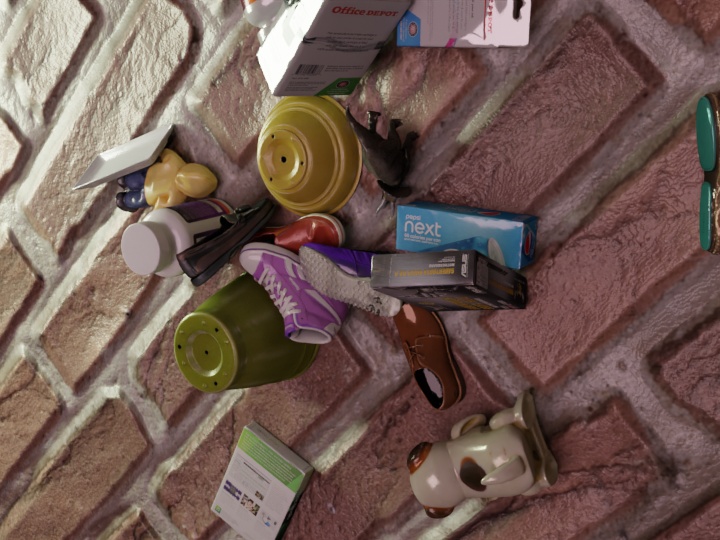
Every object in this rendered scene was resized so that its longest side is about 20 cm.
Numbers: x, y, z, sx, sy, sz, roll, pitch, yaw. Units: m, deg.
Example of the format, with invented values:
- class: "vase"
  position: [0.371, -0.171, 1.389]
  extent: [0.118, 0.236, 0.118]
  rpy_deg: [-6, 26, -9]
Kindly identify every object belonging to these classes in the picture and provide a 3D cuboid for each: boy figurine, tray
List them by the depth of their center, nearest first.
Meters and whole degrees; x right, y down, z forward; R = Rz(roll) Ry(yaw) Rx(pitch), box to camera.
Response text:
- class: "boy figurine"
  position: [-0.336, -0.155, 1.606]
  extent: [0.197, 0.064, 0.127]
  rpy_deg: [-8, 75, 28]
- class: "tray"
  position: [-0.415, -0.194, 1.632]
  extent: [0.197, 0.108, 0.022]
  rpy_deg: [-15, 125, 31]

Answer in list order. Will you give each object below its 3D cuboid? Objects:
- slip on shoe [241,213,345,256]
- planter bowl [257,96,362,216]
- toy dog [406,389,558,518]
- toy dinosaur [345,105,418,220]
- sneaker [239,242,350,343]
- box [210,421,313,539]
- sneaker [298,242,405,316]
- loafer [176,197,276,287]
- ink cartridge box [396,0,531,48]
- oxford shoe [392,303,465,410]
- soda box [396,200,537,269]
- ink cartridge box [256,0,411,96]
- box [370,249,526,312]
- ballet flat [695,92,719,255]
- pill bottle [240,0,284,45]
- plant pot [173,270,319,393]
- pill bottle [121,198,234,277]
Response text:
- class: "slip on shoe"
  position: [-0.110, -0.044, 1.494]
  extent: [0.197, 0.061, 0.075]
  rpy_deg: [-7, 111, 33]
- class: "planter bowl"
  position: [-0.101, -0.178, 1.455]
  extent: [0.197, 0.083, 0.204]
  rpy_deg: [7, 105, 28]
- class: "toy dog"
  position: [0.168, 0.291, 1.346]
  extent: [0.197, 0.194, 0.141]
  rpy_deg: [-21, 103, 25]
- class: "toy dinosaur"
  position: [0.037, -0.168, 1.349]
  extent: [0.076, 0.200, 0.104]
  rpy_deg: [-3, 62, 20]
- class: "sneaker"
  position: [-0.116, 0.040, 1.455]
  extent: [0.198, 0.115, 0.073]
  rpy_deg: [29, 139, -1]
- class: "box"
  position: [-0.178, 0.391, 1.654]
  extent: [0.143, 0.036, 0.202]
  rpy_deg: [34, 117, 20]
- class: "sneaker"
  position: [0.000, 0.001, 1.428]
  extent: [0.198, 0.099, 0.070]
  rpy_deg: [25, 132, 24]
- class: "loafer"
  position: [-0.212, -0.061, 1.480]
  extent: [0.063, 0.200, 0.071]
  rpy_deg: [49, 147, -14]
- class: "ink cartridge box"
  position: [0.152, -0.366, 1.275]
  extent: [0.197, 0.068, 0.117]
  rpy_deg: [9, 105, 29]
- class: "oxford shoe"
  position: [0.095, 0.119, 1.415]
  extent: [0.071, 0.071, 0.202]
  rpy_deg: [-31, 83, 33]
- class: "soda box"
  position: [0.153, -0.054, 1.346]
  extent: [0.197, 0.064, 0.069]
  rpy_deg: [10, 106, 28]
- class: "ink cartridge box"
  position: [-0.040, -0.343, 1.309]
  extent: [0.200, 0.145, 0.084]
  rpy_deg: [-48, 58, 47]
- class: "box"
  position: [0.127, 0.018, 1.298]
  extent: [0.156, 0.199, 0.049]
  rpy_deg: [-3, 77, 29]
- class: "ballet flat"
  position: [0.460, -0.123, 1.163]
  extent: [0.064, 0.071, 0.204]
  rpy_deg: [-4, 103, 3]
- class: "pill bottle"
  position: [-0.135, -0.439, 1.401]
  extent: [0.108, 0.109, 0.203]
  rpy_deg: [-17, 92, 31]
- class: "plant pot"
  position: [-0.196, 0.110, 1.510]
  extent: [0.197, 0.192, 0.204]
  rpy_deg: [7, 105, 28]
- class: "pill bottle"
  position: [-0.296, -0.052, 1.527]
  extent: [0.110, 0.199, 0.114]
  rpy_deg: [7, 104, 28]
